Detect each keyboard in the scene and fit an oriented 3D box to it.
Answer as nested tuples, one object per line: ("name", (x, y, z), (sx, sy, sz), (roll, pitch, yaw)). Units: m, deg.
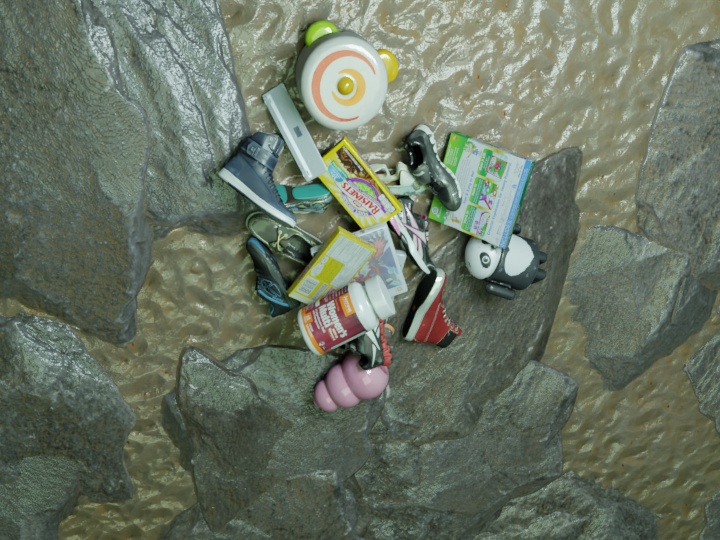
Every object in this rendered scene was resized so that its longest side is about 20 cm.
("keyboard", (-0.137, -0.288, 1.591), (0.055, 0.011, 0.203), (-24, 102, 16))

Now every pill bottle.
("pill bottle", (-0.030, 0.095, 1.640), (0.196, 0.110, 0.111), (-27, 116, 10))

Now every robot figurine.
("robot figurine", (0.340, -0.026, 1.770), (0.195, 0.152, 0.127), (15, 124, -17))

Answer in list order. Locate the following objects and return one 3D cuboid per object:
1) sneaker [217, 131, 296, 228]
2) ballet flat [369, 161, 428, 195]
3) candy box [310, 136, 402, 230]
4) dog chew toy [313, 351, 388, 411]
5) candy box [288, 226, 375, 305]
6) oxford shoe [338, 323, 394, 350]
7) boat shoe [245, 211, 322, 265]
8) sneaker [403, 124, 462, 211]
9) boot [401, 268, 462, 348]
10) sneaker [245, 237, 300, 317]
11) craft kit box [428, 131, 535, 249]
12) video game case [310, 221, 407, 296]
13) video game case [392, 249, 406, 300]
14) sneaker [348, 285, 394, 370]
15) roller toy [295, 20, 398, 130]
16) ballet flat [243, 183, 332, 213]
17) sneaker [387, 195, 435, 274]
("sneaker", (-0.183, -0.197, 1.576), (0.201, 0.077, 0.147), (38, 85, 10))
("ballet flat", (0.062, -0.204, 1.666), (0.194, 0.070, 0.072), (-4, 138, -6))
("candy box", (-0.007, -0.179, 1.633), (0.101, 0.027, 0.201), (-34, 109, 23))
("dog chew toy", (-0.030, 0.273, 1.837), (0.197, 0.125, 0.125), (-31, 116, 13))
("candy box", (-0.064, 0.000, 1.653), (0.101, 0.027, 0.201), (24, 120, -32))
("oxford shoe", (-0.015, 0.157, 1.798), (0.194, 0.075, 0.072), (2, 148, -6))
("boat shoe", (-0.163, -0.069, 1.688), (0.198, 0.061, 0.073), (26, 106, -20))
("sneaker", (0.149, -0.211, 1.643), (0.066, 0.090, 0.204), (-21, 99, 46))
("boot", (0.198, 0.094, 1.828), (0.141, 0.073, 0.204), (13, 118, -17))
("sneaker", (-0.212, 0.020, 1.711), (0.080, 0.074, 0.203), (-28, 115, 4))
("craft kit box", (0.265, -0.178, 1.674), (0.194, 0.048, 0.205), (23, 113, 19))
("video game case", (0.000, 0.000, 1.708), (0.178, 0.023, 0.203), (-19, 129, 3))
("video game case", (-0.001, 0.033, 1.767), (0.177, 0.023, 0.204), (7, 123, -14))
("sneaker", (0.012, 0.139, 1.727), (0.096, 0.071, 0.205), (-21, 111, -19))
("roller toy", (-0.037, -0.384, 1.531), (0.195, 0.140, 0.186), (18, 110, -18))
("ballet flat", (-0.159, -0.150, 1.655), (0.194, 0.075, 0.076), (0, 114, -7))
("sneaker", (0.129, -0.083, 1.734), (0.086, 0.080, 0.202), (-37, 121, -5))
